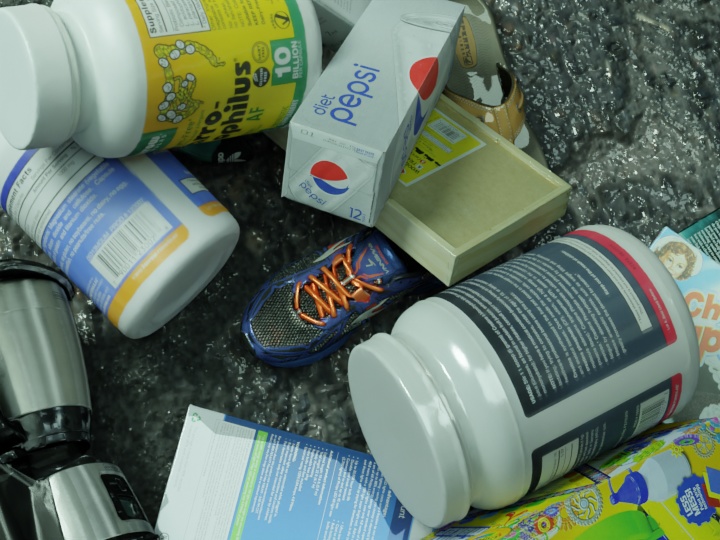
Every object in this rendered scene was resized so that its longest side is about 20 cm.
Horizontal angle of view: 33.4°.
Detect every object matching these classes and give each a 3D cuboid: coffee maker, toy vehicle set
[{"bbox_3d":[-0.243,0.125,0.772,0.191,0.134,0.202,-32,70,27],"label":"coffee maker"},{"bbox_3d":[0.038,-0.080,0.858,0.123,0.027,0.200,-28,54,-33],"label":"toy vehicle set"}]

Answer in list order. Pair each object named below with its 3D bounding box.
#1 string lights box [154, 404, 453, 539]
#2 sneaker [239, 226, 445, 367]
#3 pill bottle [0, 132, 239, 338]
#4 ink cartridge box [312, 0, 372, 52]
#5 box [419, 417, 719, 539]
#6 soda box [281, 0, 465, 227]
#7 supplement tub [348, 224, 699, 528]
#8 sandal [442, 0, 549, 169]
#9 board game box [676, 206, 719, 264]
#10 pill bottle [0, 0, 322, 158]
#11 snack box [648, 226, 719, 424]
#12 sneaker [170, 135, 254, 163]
[{"bbox_3d":[-0.035,0.170,0.818,0.197,0.059,0.104,16,73,-3],"label":"string lights box"},{"bbox_3d":[0.000,0.000,0.863,0.198,0.079,0.076,-32,79,-15],"label":"sneaker"},{"bbox_3d":[-0.188,-0.060,0.837,0.200,0.112,0.112,45,73,7],"label":"pill bottle"},{"bbox_3d":[-0.053,-0.292,0.899,0.173,0.043,0.203,26,60,-42],"label":"ink cartridge box"},{"bbox_3d":[0.165,0.229,0.766,0.191,0.122,0.202,-23,88,-24],"label":"box"},{"bbox_3d":[0.013,-0.120,0.829,0.067,0.064,0.201,18,43,9],"label":"soda box"},{"bbox_3d":[0.106,0.067,0.781,0.198,0.140,0.142,-23,78,-20],"label":"supplement tub"},{"bbox_3d":[0.098,-0.133,0.927,0.080,0.055,0.203,-8,75,-10],"label":"sandal"},{"bbox_3d":[0.315,0.046,0.920,0.134,0.028,0.202,-28,79,-15],"label":"board game box"},{"bbox_3d":[-0.132,-0.134,0.769,0.198,0.113,0.114,-15,75,-36],"label":"pill bottle"},{"bbox_3d":[0.267,0.075,0.870,0.199,0.037,0.117,37,91,12],"label":"snack box"},{"bbox_3d":[-0.089,-0.175,0.910,0.079,0.071,0.203,17,79,-5],"label":"sneaker"}]
